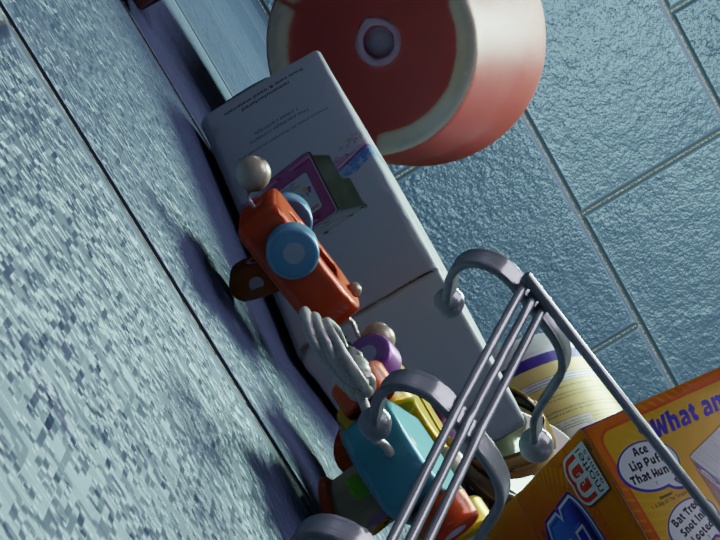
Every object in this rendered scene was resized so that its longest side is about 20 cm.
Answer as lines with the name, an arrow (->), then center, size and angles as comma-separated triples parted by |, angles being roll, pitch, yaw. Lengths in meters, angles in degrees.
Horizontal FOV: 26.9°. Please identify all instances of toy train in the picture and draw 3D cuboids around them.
toy train -> -0.014, 0.042, 0.601 | 0.151, 0.055, 0.200 | 52, 6, -19

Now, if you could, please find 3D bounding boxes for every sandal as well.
sandal -> 0.089, 0.103, 0.985 | 0.199, 0.054, 0.081 | 34, 42, -35

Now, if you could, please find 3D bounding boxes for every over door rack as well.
over door rack -> 0.073, 0.108, 0.489 | 0.200, 0.067, 0.148 | 42, 44, -8

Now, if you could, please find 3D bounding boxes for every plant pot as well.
plant pot -> 0.024, -0.160, 1.045 | 0.202, 0.199, 0.177 | 59, 15, -3

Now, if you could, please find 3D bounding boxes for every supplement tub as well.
supplement tub -> 0.151, 0.164, 1.127 | 0.201, 0.145, 0.146 | 62, 4, 27

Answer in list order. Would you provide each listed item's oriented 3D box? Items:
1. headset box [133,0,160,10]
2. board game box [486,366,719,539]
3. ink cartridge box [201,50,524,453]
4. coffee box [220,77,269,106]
headset box -> -0.147, -0.256, 0.886 | 0.201, 0.075, 0.149 | 58, 4, -28
board game box -> 0.219, 0.185, 0.901 | 0.201, 0.198, 0.200 | 61, -28, 20
ink cartridge box -> 0.000, 0.000, 0.829 | 0.145, 0.084, 0.201 | 56, 6, -45
coffee box -> -0.025, -0.035, 1.065 | 0.201, 0.044, 0.123 | 60, 5, 6
